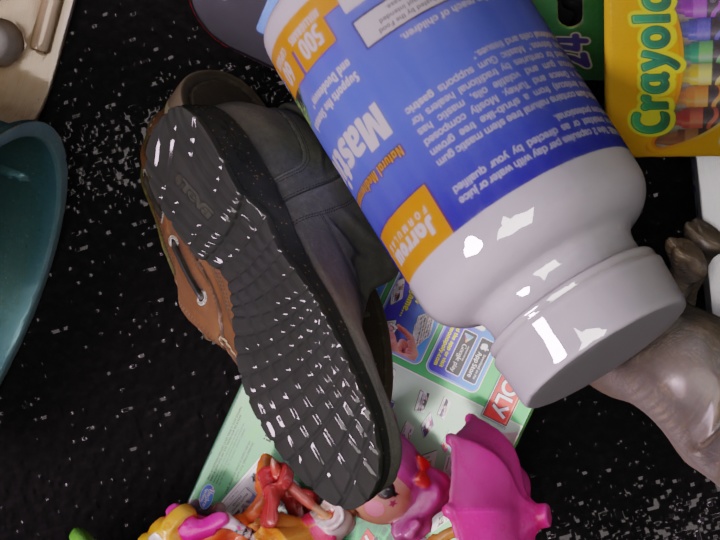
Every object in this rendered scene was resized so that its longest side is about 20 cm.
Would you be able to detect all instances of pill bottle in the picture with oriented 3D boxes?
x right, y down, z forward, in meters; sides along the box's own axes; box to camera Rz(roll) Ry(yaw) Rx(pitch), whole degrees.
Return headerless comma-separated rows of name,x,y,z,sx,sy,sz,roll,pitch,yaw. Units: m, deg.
pill bottle,0.052,-0.047,1.016,0.112,0.112,0.201,-33,75,7

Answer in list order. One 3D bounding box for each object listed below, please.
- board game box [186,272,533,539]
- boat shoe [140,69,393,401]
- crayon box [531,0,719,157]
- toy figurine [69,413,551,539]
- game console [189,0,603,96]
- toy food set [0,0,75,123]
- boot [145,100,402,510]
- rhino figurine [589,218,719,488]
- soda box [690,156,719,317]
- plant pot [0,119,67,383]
board game box,0.013,0.061,1.146,0.134,0.029,0.201,26,96,3
boat shoe,-0.046,0.006,1.108,0.068,0.072,0.201,-47,55,41
crayon box,0.170,-0.107,1.003,0.198,0.126,0.052,0,50,7
toy figurine,-0.006,0.134,1.096,0.184,0.150,0.200,-42,65,-6
game console,0.031,-0.149,1.088,0.199,0.031,0.178,25,124,-1
toy food set,-0.200,-0.180,1.133,0.142,0.060,0.201,17,96,4
boot,0.000,0.000,1.051,0.068,0.130,0.201,-44,66,43
rhino figurine,0.133,0.023,1.060,0.200,0.060,0.088,40,117,28
soda box,0.191,0.007,1.104,0.063,0.068,0.202,-6,94,6
plant pot,-0.270,-0.014,1.096,0.195,0.200,0.201,24,96,11
